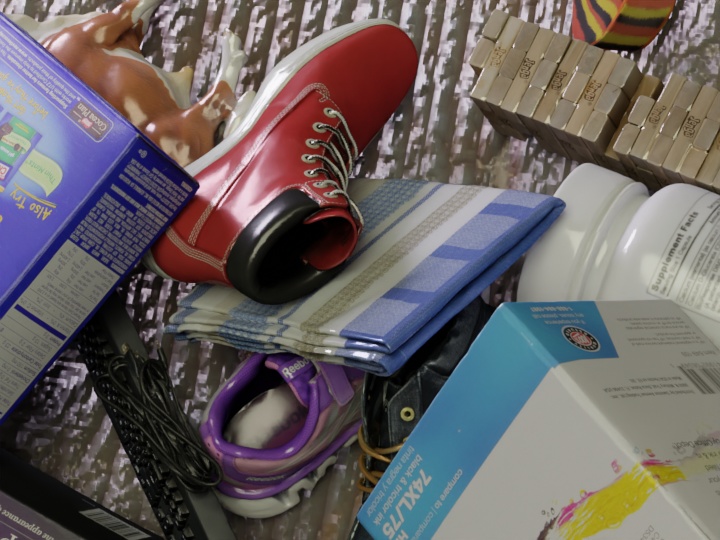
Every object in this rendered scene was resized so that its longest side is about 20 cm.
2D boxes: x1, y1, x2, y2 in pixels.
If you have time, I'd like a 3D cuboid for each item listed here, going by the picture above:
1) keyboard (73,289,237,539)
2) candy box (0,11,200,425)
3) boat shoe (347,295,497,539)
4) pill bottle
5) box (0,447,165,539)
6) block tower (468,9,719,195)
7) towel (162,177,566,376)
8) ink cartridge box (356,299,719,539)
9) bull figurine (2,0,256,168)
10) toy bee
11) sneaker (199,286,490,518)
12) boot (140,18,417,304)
[{"bbox_3d":[-0.126,0.087,1.639,0.040,0.104,0.200,-18,67,-27],"label":"keyboard"},{"bbox_3d":[-0.212,-0.024,1.623,0.200,0.077,0.169,-49,53,0],"label":"candy box"},{"bbox_3d":[0.023,0.103,1.596,0.071,0.091,0.200,16,72,50],"label":"boat shoe"},{"bbox_3d":[0.191,0.022,1.576,0.200,0.113,0.114,23,81,19],"label":"pill bottle"},{"bbox_3d":[-0.229,0.167,1.637,0.200,0.079,0.141,27,101,18],"label":"box"},{"bbox_3d":[0.155,-0.079,1.636,0.200,0.058,0.054,22,80,26],"label":"block tower"},{"bbox_3d":[0.000,0.000,1.597,0.147,0.024,0.200,-42,27,-28],"label":"towel"},{"bbox_3d":[0.134,0.133,1.452,0.200,0.147,0.146,49,119,30],"label":"ink cartridge box"},{"bbox_3d":[-0.135,-0.107,1.718,0.200,0.065,0.121,41,86,21],"label":"bull figurine"},{"bbox_3d":[0.146,-0.227,1.651,0.131,0.109,0.200,-23,91,-32],"label":"toy bee"},{"bbox_3d":[-0.013,0.050,1.631,0.200,0.088,0.080,-43,68,-3],"label":"sneaker"},{"bbox_3d":[-0.014,-0.058,1.620,0.200,0.072,0.144,-45,30,-21],"label":"boot"}]
